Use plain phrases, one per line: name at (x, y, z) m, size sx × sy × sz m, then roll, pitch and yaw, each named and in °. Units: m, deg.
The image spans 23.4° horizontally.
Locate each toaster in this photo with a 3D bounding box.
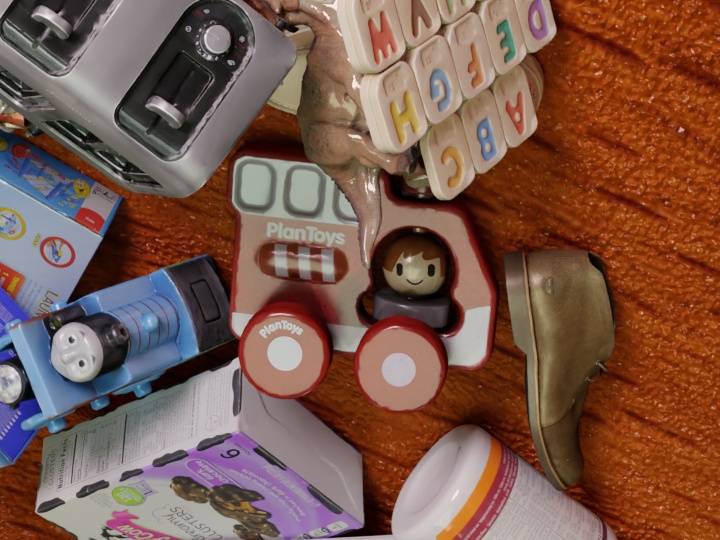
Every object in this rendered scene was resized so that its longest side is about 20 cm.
toaster at (-0.160, -0.144, 1.056) m, size 0.180 × 0.200 × 0.119 m, roll 38°, pitch 80°, yaw -21°

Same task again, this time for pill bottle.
pill bottle at (0.130, 0.217, 1.336) m, size 0.199 × 0.110 × 0.110 m, roll 38°, pitch 123°, yaw -14°

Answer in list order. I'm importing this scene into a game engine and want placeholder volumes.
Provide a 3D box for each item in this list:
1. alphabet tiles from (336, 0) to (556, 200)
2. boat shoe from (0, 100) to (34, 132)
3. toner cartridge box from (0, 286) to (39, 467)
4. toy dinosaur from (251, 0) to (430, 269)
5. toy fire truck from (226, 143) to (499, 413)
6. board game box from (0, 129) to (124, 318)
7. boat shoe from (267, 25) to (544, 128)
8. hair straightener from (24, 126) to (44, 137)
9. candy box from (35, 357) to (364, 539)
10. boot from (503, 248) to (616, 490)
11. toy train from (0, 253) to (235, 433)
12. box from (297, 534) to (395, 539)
alphabet tiles at (0.057, -0.153, 1.049) m, size 0.014 × 0.200 × 0.197 m, roll 1°, pitch 117°, yaw 38°
boat shoe at (-0.227, -0.127, 1.163) m, size 0.198 × 0.063 × 0.071 m, roll -17°, pitch 164°, yaw -11°
toner cartridge box at (-0.301, 0.040, 1.250) m, size 0.043 × 0.095 × 0.200 m, roll -17°, pitch 120°, yaw 46°
toy dinosaur at (-0.014, -0.110, 1.095) m, size 0.134 × 0.086 × 0.202 m, roll 8°, pitch 112°, yaw 24°
toy fire truck at (0.000, 0.000, 1.231) m, size 0.198 × 0.112 × 0.170 m, roll 6°, pitch 106°, yaw 7°
board game box at (-0.308, -0.021, 1.307) m, size 0.195 × 0.056 × 0.200 m, roll 30°, pitch 125°, yaw -9°
boat shoe at (0.021, -0.121, 1.157) m, size 0.198 × 0.069 × 0.074 m, roll 3°, pitch 124°, yaw 10°
hair straightener at (-0.239, -0.124, 1.230) m, size 0.198 × 0.041 × 0.077 m, roll 17°, pitch 125°, yaw -1°
candy box at (-0.123, 0.165, 1.351) m, size 0.199 × 0.072 × 0.168 m, roll -23°, pitch 137°, yaw 26°
boot at (0.154, 0.075, 1.265) m, size 0.075 × 0.074 × 0.202 m, roll -8°, pitch 120°, yaw 6°
toy train at (-0.177, 0.050, 1.246) m, size 0.114 × 0.200 × 0.087 m, roll -26°, pitch 87°, yaw 30°
box at (-0.057, 0.261, 1.396) m, size 0.198 × 0.037 × 0.145 m, roll -1°, pitch 146°, yaw -4°
